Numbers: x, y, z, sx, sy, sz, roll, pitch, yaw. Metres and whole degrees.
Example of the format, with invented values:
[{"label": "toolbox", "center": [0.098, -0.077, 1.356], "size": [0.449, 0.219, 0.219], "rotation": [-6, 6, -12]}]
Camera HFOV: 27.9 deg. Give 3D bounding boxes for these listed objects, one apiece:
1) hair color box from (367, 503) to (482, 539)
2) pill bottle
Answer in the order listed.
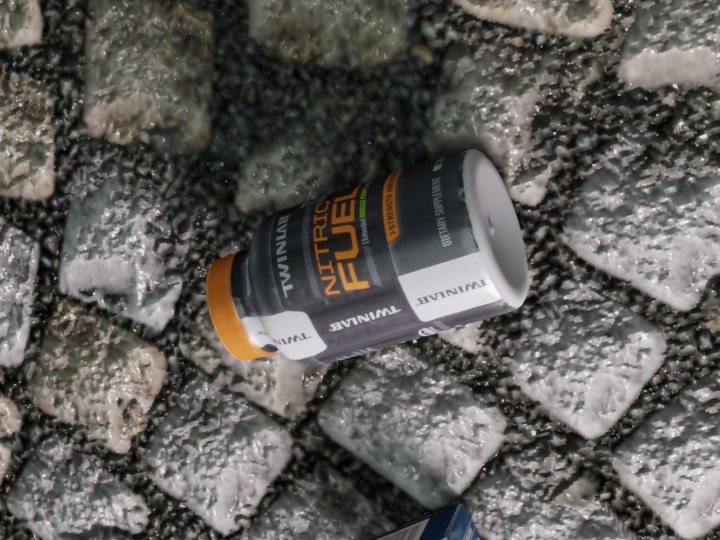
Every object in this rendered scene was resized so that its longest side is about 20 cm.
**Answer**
[{"label": "hair color box", "center": [0.070, 0.277, 1.027], "size": [0.099, 0.061, 0.201], "rotation": [-24, 98, 22]}, {"label": "pill bottle", "center": [0.000, 0.000, 0.938], "size": [0.198, 0.106, 0.107], "rotation": [-18, 101, 21]}]
